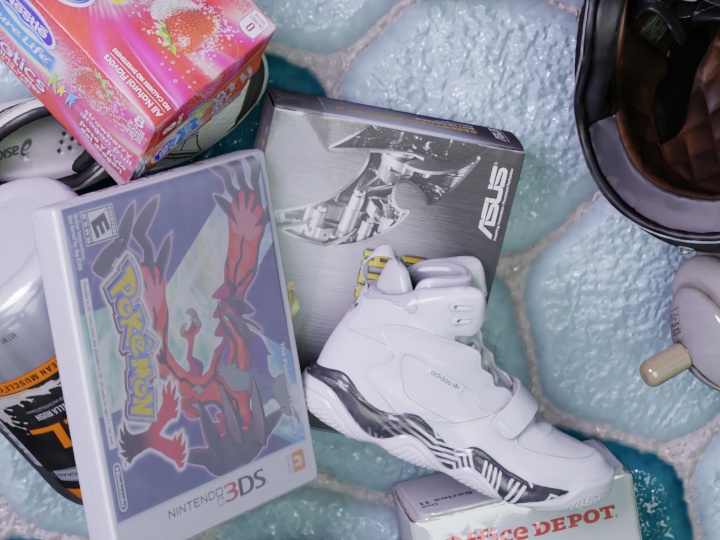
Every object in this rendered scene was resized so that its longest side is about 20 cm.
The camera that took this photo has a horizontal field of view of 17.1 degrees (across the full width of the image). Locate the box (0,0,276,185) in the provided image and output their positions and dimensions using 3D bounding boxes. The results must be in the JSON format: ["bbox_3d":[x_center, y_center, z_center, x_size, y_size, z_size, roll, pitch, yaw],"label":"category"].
[{"bbox_3d":[-0.155,-0.159,1.342,0.100,0.095,0.200,-41,86,-25],"label":"box"}]

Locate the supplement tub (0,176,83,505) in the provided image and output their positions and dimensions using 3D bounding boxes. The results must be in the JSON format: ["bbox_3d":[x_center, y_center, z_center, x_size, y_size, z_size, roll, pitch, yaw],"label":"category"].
[{"bbox_3d":[-0.160,0.052,1.375,0.122,0.123,0.200,-38,126,0],"label":"supplement tub"}]

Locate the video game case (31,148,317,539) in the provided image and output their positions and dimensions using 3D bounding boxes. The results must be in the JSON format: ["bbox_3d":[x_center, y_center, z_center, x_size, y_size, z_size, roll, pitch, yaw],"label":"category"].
[{"bbox_3d":[-0.098,0.046,1.337,0.023,0.182,0.201,-4,100,37],"label":"video game case"}]

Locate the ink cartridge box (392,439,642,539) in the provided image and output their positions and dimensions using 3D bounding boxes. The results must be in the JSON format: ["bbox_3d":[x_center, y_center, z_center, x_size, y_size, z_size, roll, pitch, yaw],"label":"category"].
[{"bbox_3d":[0.109,0.222,1.528,0.146,0.083,0.201,-11,104,-8],"label":"ink cartridge box"}]

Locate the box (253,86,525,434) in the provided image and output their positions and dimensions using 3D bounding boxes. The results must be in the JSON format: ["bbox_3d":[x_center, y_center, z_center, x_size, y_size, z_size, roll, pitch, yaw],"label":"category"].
[{"bbox_3d":[0.000,0.000,1.464,0.158,0.048,0.201,10,108,-13],"label":"box"}]

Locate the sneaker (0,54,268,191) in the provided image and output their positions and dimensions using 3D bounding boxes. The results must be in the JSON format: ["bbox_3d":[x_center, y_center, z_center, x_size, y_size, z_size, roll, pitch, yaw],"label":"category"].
[{"bbox_3d":[-0.143,-0.082,1.412,0.199,0.088,0.076,-23,104,-6],"label":"sneaker"}]

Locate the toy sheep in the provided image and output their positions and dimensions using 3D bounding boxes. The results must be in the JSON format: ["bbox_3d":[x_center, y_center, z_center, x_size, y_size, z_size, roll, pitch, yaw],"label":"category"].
[{"bbox_3d":[0.261,0.025,1.487,0.200,0.138,0.138,-27,107,-20],"label":"toy sheep"}]

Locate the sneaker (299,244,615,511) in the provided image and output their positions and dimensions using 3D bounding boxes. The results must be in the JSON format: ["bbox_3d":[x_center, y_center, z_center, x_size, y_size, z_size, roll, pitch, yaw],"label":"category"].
[{"bbox_3d":[0.072,0.063,1.423,0.199,0.075,0.115,21,107,-5],"label":"sneaker"}]

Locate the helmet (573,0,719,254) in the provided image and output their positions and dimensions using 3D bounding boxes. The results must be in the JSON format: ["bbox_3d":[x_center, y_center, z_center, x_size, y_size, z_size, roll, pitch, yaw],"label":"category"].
[{"bbox_3d":[0.218,-0.114,1.415,0.199,0.200,0.191,-16,132,-6],"label":"helmet"}]
